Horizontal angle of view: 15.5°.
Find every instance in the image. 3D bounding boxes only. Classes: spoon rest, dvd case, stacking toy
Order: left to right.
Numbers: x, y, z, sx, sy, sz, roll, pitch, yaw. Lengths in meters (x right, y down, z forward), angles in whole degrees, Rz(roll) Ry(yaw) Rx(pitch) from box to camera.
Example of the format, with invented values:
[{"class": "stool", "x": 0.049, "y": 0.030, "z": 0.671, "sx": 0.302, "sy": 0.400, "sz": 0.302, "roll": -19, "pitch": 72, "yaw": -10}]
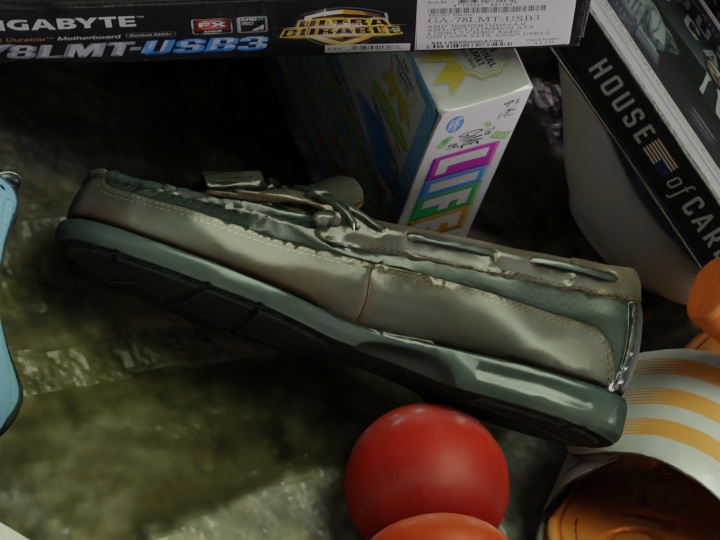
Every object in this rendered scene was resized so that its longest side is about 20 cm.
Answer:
[{"class": "stacking toy", "x": 0.027, "y": 0.128, "z": 0.816, "sx": 0.085, "sy": 0.085, "sz": 0.201, "roll": 21, "pitch": 42, "yaw": -27}, {"class": "spoon rest", "x": 0.083, "y": -0.061, "z": 0.999, "sx": 0.200, "sy": 0.061, "sz": 0.099, "roll": 41, "pitch": 24, "yaw": -5}, {"class": "dvd case", "x": 0.125, "y": -0.062, "z": 1.000, "sx": 0.151, "sy": 0.025, "sz": 0.200, "roll": 55, "pitch": 20, "yaw": -7}]

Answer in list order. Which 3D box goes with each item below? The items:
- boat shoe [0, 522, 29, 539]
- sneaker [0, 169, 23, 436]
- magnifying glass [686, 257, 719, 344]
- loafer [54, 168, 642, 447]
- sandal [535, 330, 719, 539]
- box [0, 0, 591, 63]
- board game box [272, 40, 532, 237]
[{"class": "boat shoe", "x": -0.092, "y": 0.116, "z": 0.730, "sx": 0.200, "sy": 0.072, "sz": 0.069, "roll": 33, "pitch": 64, "yaw": -25}, {"class": "sneaker", "x": -0.150, "y": -0.031, "z": 0.796, "sx": 0.090, "sy": 0.078, "sz": 0.201, "roll": 11, "pitch": 59, "yaw": -51}, {"class": "magnifying glass", "x": 0.185, "y": 0.057, "z": 0.920, "sx": 0.200, "sy": 0.022, "sz": 0.080, "roll": 36, "pitch": 65, "yaw": -29}, {"class": "loafer", "x": 0.000, "y": 0.000, "z": 0.864, "sx": 0.199, "sy": 0.072, "sz": 0.063, "roll": 21, "pitch": 78, "yaw": -15}, {"class": "sandal", "x": 0.115, "y": 0.048, "z": 0.932, "sx": 0.207, "sy": 0.079, "sz": 0.060, "roll": -51, "pitch": 140, "yaw": -54}, {"class": "box", "x": -0.031, "y": -0.165, "z": 0.836, "sx": 0.197, "sy": 0.050, "sz": 0.201, "roll": -1, "pitch": 68, "yaw": -3}, {"class": "board game box", "x": -0.008, "y": -0.111, "z": 0.914, "sx": 0.034, "sy": 0.135, "sz": 0.201, "roll": -17, "pitch": 69, "yaw": -17}]
